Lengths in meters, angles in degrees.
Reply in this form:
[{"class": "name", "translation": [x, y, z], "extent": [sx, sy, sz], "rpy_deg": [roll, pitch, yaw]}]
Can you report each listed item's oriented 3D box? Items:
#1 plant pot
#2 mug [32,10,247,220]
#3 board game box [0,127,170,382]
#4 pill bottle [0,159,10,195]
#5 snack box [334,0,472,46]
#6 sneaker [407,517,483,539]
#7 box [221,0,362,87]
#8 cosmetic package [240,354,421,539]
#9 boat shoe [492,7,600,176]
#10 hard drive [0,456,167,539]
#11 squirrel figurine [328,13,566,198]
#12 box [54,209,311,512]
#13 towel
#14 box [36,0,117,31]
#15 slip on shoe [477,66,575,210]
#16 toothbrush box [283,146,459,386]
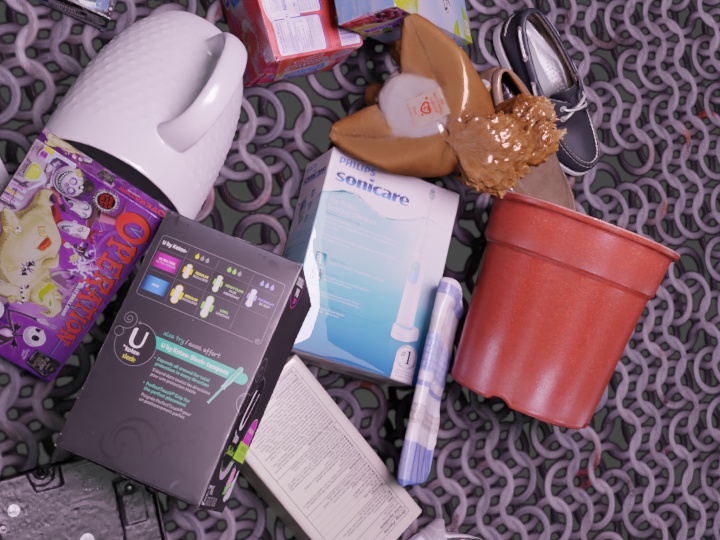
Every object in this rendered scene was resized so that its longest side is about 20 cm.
[{"class": "plant pot", "translation": [0.193, 0.044, 0.972], "extent": [0.199, 0.201, 0.197], "rpy_deg": [18, 93, -21]}, {"class": "mug", "translation": [-0.166, -0.139, 0.830], "extent": [0.147, 0.199, 0.176], "rpy_deg": [39, 60, -28]}, {"class": "board game box", "translation": [-0.260, -0.006, 0.796], "extent": [0.120, 0.032, 0.200], "rpy_deg": [31, 115, -20]}, {"class": "pill bottle", "translation": [-0.388, -0.048, 0.766], "extent": [0.199, 0.112, 0.113], "rpy_deg": [-35, 99, -23]}, {"class": "snack box", "translation": [0.036, -0.315, 0.954], "extent": [0.200, 0.067, 0.170], "rpy_deg": [-7, 86, -64]}, {"class": "sneaker", "translation": [0.117, 0.340, 0.974], "extent": [0.115, 0.075, 0.201], "rpy_deg": [-36, 98, -25]}, {"class": "box", "translation": [-0.083, -0.295, 0.938], "extent": [0.099, 0.095, 0.202], "rpy_deg": [-17, 92, -26]}, {"class": "cosmetic package", "translation": [-0.046, 0.188, 0.915], "extent": [0.103, 0.073, 0.201], "rpy_deg": [-41, 101, -22]}, {"class": "boat shoe", "translation": [0.219, -0.200, 1.084], "extent": [0.075, 0.060, 0.201], "rpy_deg": [-39, 100, -23]}, {"class": "hard drive", "translation": [-0.236, 0.265, 0.841], "extent": [0.139, 0.038, 0.202], "rpy_deg": [-12, 89, -25]}, {"class": "squirrel figurine", "translation": [0.097, -0.144, 0.955], "extent": [0.199, 0.187, 0.142], "rpy_deg": [31, 101, 11]}, {"class": "box", "translation": [-0.135, 0.079, 0.787], "extent": [0.123, 0.149, 0.201], "rpy_deg": [21, 75, 5]}, {"class": "towel", "translation": [0.072, 0.113, 0.946], "extent": [0.024, 0.147, 0.202], "rpy_deg": [11, 79, 11]}, {"class": "box", "translation": [-0.268, -0.344, 0.891], "extent": [0.136, 0.040, 0.202], "rpy_deg": [20, 77, -20]}, {"class": "slip on shoe", "translation": [0.187, -0.134, 1.062], "extent": [0.076, 0.060, 0.201], "rpy_deg": [-29, 96, -24]}, {"class": "toothbrush box", "translation": [0.000, 0.000, 0.950], "extent": [0.145, 0.085, 0.202], "rpy_deg": [17, 78, -20]}]
